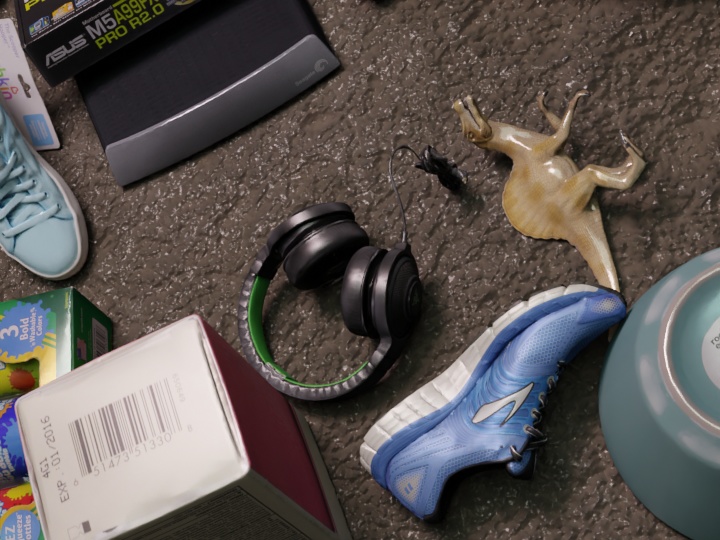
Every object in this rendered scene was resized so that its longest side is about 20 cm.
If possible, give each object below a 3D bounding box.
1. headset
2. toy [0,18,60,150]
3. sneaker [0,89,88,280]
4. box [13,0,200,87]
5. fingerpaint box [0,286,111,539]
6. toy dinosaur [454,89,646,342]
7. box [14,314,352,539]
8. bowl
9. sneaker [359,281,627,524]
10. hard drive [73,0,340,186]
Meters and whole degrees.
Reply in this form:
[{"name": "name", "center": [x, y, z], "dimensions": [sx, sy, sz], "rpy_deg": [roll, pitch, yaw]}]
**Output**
[{"name": "headset", "center": [0.000, 0.000, 0.965], "dimensions": [0.123, 0.094, 0.200], "rpy_deg": [37, 97, 23]}, {"name": "toy", "center": [-0.354, -0.129, 1.094], "dimensions": [0.199, 0.115, 0.047], "rpy_deg": [-3, 35, 18]}, {"name": "sneaker", "center": [-0.278, -0.076, 1.024], "dimensions": [0.074, 0.082, 0.200], "rpy_deg": [-33, 95, 8]}, {"name": "box", "center": [-0.183, -0.245, 1.099], "dimensions": [0.200, 0.044, 0.160], "rpy_deg": [-29, 38, 3]}, {"name": "fingerpaint box", "center": [-0.264, 0.128, 0.975], "dimensions": [0.166, 0.073, 0.201], "rpy_deg": [-12, 64, 12]}, {"name": "toy dinosaur", "center": [0.150, -0.055, 0.948], "dimensions": [0.101, 0.058, 0.200], "rpy_deg": [-40, 73, 16]}, {"name": "box", "center": [-0.104, 0.131, 0.851], "dimensions": [0.128, 0.200, 0.109], "rpy_deg": [-25, 62, 5]}, {"name": "bowl", "center": [0.241, 0.063, 0.823], "dimensions": [0.200, 0.105, 0.201], "rpy_deg": [-5, 67, 12]}, {"name": "sneaker", "center": [0.099, 0.088, 0.886], "dimensions": [0.200, 0.079, 0.089], "rpy_deg": [-42, 69, 6]}, {"name": "hard drive", "center": [-0.130, -0.166, 1.081], "dimensions": [0.200, 0.042, 0.135], "rpy_deg": [-28, 62, 4]}]
